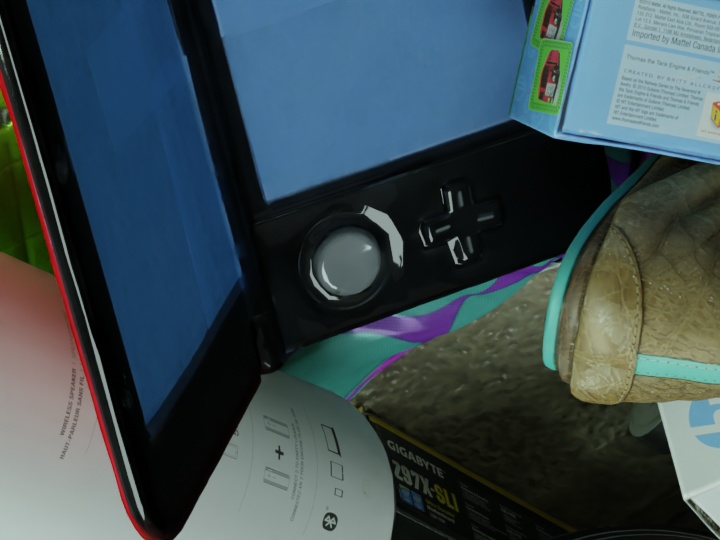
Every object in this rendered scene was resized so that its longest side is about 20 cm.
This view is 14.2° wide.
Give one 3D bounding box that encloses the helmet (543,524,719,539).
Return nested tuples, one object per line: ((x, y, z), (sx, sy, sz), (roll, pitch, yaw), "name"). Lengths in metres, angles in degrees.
((0.093, 0.181, 0.986), (0.190, 0.201, 0.200), (29, 127, -21), "helmet")

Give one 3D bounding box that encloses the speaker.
((-0.075, 0.047, 0.781), (0.081, 0.081, 0.200), (-32, 149, 22), "speaker")

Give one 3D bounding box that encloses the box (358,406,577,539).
((0.013, 0.146, 1.101), (0.160, 0.049, 0.200), (-38, 133, 24), "box")

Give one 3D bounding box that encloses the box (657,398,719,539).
((0.173, -0.027, 0.855), (0.199, 0.156, 0.041), (-29, 136, 20), "box")

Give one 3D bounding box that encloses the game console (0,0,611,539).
((-0.013, -0.062, 0.716), (0.172, 0.119, 0.201), (-19, 111, -13), "game console")

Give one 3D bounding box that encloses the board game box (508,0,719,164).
((0.131, -0.123, 0.743), (0.151, 0.037, 0.201), (9, 100, -23), "board game box")

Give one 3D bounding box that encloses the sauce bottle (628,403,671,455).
((0.188, 0.089, 1.032), (0.200, 0.066, 0.066), (33, 126, -13), "sauce bottle")

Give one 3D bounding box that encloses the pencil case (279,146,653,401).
((0.000, 0.000, 0.897), (0.200, 0.085, 0.092), (-37, 98, 28), "pencil case")

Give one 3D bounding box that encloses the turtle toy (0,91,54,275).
((-0.114, -0.044, 0.805), (0.145, 0.101, 0.201), (-25, 142, -20), "turtle toy")

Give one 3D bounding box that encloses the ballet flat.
((0.111, -0.025, 0.809), (0.072, 0.200, 0.068), (15, 125, 13), "ballet flat")
